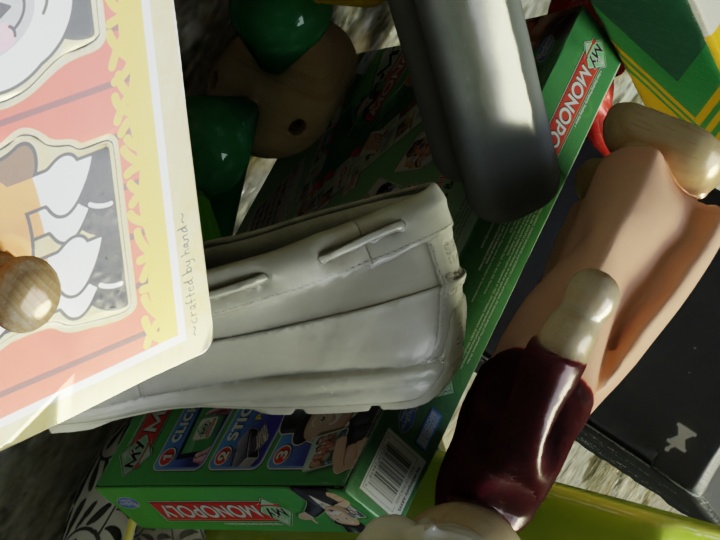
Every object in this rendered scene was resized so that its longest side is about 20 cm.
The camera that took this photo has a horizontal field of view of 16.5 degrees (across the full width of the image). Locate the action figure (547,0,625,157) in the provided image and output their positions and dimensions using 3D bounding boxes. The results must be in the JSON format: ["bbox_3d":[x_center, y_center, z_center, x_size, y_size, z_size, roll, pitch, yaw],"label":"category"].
[{"bbox_3d":[0.079,-0.051,0.967,0.200,0.099,0.065,-43,-150,40],"label":"action figure"}]

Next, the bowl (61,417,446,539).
[{"bbox_3d":[-0.056,0.120,0.982,0.200,0.094,0.201,-6,98,-49],"label":"bowl"}]

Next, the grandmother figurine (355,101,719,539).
[{"bbox_3d":[0.056,0.039,0.763,0.121,0.060,0.200,96,20,-58],"label":"grandmother figurine"}]

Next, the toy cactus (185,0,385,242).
[{"bbox_3d":[-0.035,-0.048,0.827,0.165,0.102,0.200,-45,151,-60],"label":"toy cactus"}]

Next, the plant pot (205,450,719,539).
[{"bbox_3d":[0.057,0.166,0.904,0.199,0.200,0.182,18,87,-50],"label":"plant pot"}]

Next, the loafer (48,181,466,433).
[{"bbox_3d":[-0.068,0.008,0.735,0.070,0.199,0.070,-138,-136,-75],"label":"loafer"}]

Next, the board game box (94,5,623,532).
[{"bbox_3d":[0.000,0.000,0.867,0.029,0.134,0.200,43,60,-29],"label":"board game box"}]

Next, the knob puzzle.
[{"bbox_3d":[-0.121,-0.022,0.602,0.219,0.030,0.220,-18,119,-36],"label":"knob puzzle"}]

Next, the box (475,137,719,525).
[{"bbox_3d":[0.110,0.015,1.111,0.118,0.196,0.200,-56,162,-2],"label":"box"}]

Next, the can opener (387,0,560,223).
[{"bbox_3d":[0.013,-0.095,0.748,0.066,0.053,0.200,-28,133,-5],"label":"can opener"}]

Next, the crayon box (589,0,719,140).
[{"bbox_3d":[0.143,-0.111,0.874,0.126,0.051,0.200,-60,149,-13],"label":"crayon box"}]
